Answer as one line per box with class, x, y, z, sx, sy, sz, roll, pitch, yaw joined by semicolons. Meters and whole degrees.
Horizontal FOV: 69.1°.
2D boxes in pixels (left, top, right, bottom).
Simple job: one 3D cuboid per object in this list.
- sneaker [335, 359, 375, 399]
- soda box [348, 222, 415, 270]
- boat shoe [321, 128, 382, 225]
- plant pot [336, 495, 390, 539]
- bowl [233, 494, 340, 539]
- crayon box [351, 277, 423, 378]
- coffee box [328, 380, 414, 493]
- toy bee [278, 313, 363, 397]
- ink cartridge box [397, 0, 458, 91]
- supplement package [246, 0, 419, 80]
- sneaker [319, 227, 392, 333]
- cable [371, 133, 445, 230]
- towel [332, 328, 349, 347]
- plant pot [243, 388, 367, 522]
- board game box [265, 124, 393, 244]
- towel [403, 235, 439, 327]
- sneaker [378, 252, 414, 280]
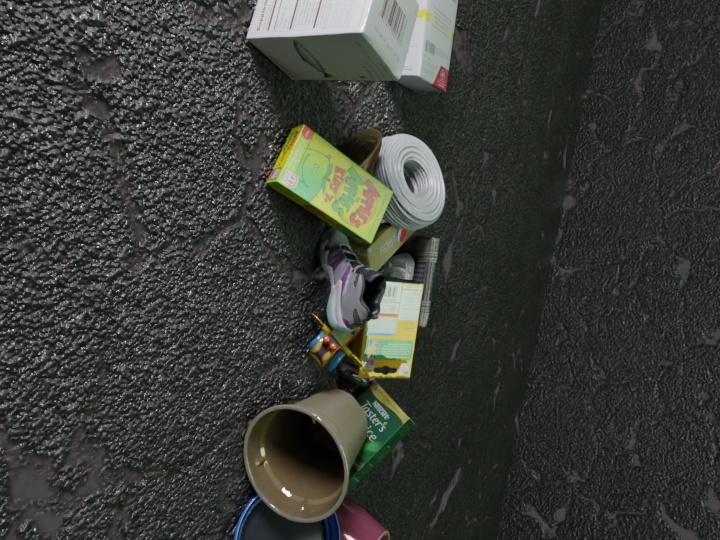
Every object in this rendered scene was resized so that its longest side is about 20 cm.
sneaker;-0.011;0.267;1.138;0.096;0.078;0.201;-52;141;-17
soda box;0.044;-0.072;1.102;0.200;0.063;0.069;-45;137;-42
boat shoe;-0.021;-0.172;0.958;0.202;0.071;0.068;-59;150;-17
plant pot;-0.045;0.552;1.060;0.200;0.177;0.203;-38;135;-50
bowl;-0.132;0.484;0.935;0.198;0.039;0.204;11;65;-26
crayon box;0.053;0.118;1.086;0.124;0.051;0.204;5;96;-23
coffee box;0.000;0.336;1.062;0.200;0.123;0.044;-42;138;-7
toy bee;-0.050;0.144;0.960;0.109;0.130;0.202;-55;-170;51
ink cartridge box;0.127;-0.483;1.064;0.144;0.082;0.204;-7;107;-58
supplement package;-0.038;-0.348;0.732;0.116;0.198;0.119;22;82;-58
sneaker;0.000;0.000;0.931;0.077;0.139;0.203;7;67;-45
cable;0.095;-0.183;1.075;0.198;0.069;0.203;12;69;-41
towel;-0.011;0.083;1.116;0.202;0.018;0.086;-62;151;-25
plant pot;-0.077;0.309;0.946;0.183;0.197;0.204;-18;117;-67
board game box;-0.046;-0.136;0.862;0.199;0.047;0.103;31;77;-31
towel;0.119;0.017;1.181;0.200;0.034;0.196;-161;-101;-77
sneaker;0.066;0.056;1.173;0.202;0.077;0.099;-65;166;1
